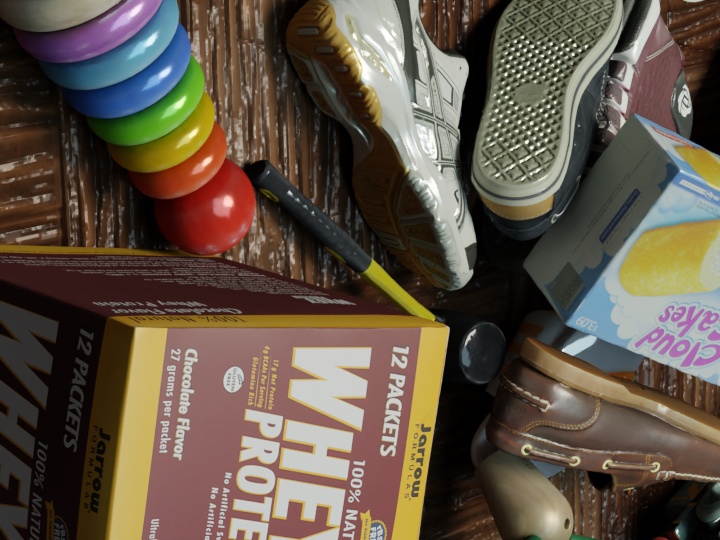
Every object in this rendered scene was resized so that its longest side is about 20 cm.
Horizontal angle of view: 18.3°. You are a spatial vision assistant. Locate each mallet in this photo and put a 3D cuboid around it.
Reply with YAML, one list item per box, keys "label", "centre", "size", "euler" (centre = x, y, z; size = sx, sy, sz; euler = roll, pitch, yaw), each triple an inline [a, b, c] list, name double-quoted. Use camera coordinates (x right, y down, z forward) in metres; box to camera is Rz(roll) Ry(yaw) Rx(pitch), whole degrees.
- label: "mallet"
  centre: [0.000, 0.000, 1.284]
  size: [0.200, 0.066, 0.041]
  euler: [40, 72, -26]

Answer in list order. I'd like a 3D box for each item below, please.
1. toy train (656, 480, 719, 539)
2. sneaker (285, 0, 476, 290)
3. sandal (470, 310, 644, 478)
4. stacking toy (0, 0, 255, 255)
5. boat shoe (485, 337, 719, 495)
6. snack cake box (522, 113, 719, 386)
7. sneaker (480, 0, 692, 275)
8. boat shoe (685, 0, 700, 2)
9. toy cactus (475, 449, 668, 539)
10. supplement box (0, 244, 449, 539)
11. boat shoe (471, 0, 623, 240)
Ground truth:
- label: "toy train"
  centre: [0.280, 0.141, 1.524]
  size: [0.085, 0.114, 0.200]
  euler: [49, 67, -9]
- label: "sneaker"
  centre: [0.036, -0.082, 1.262]
  size: [0.088, 0.075, 0.201]
  euler: [-42, 127, -27]
- label: "sandal"
  centre: [0.138, 0.044, 1.398]
  size: [0.207, 0.059, 0.079]
  euler: [-49, 131, -4]
- label: "stacking toy"
  centre: [-0.110, -0.084, 1.132]
  size: [0.085, 0.085, 0.201]
  euler: [-46, 134, -24]
- label: "boat shoe"
  centre: [0.154, 0.099, 1.352]
  size: [0.199, 0.070, 0.071]
  euler: [21, 96, -35]
- label: "snack cake box"
  centre: [0.209, 0.000, 1.325]
  size: [0.199, 0.067, 0.115]
  euler: [21, 113, -35]
- label: "sneaker"
  centre: [0.156, -0.068, 1.381]
  size: [0.115, 0.075, 0.201]
  euler: [39, 73, -45]
- label: "boat shoe"
  centre: [0.166, -0.257, 1.346]
  size: [0.075, 0.062, 0.201]
  euler: [-36, 116, -12]
- label: "toy cactus"
  centre: [0.126, 0.173, 1.316]
  size: [0.199, 0.165, 0.102]
  euler: [-6, 145, -48]
- label: "supplement box"
  centre: [-0.099, 0.071, 1.090]
  size: [0.196, 0.199, 0.134]
  euler: [1, 100, -43]
- label: "boat shoe"
  centre: [0.109, -0.100, 1.309]
  size: [0.062, 0.074, 0.201]
  euler: [79, 23, -48]
